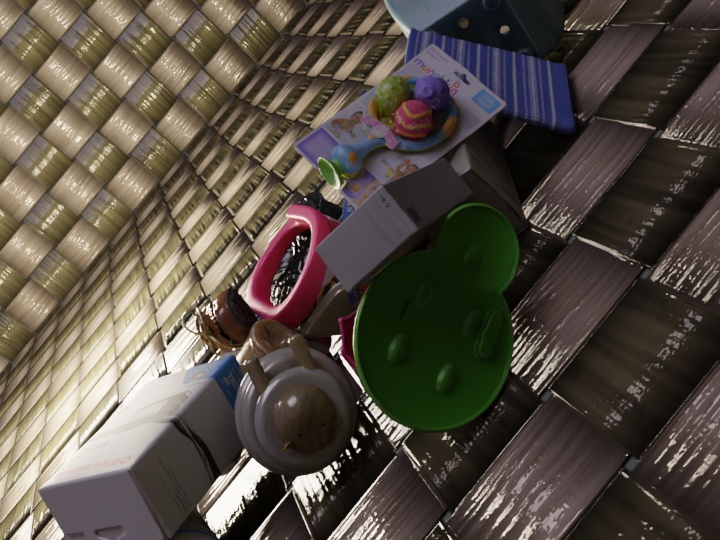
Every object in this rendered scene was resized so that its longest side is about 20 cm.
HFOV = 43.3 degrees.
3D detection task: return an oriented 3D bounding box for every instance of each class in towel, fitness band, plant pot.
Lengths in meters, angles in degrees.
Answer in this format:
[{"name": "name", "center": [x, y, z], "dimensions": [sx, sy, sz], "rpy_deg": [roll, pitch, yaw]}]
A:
[{"name": "towel", "center": [0.143, -0.210, 1.013], "dimensions": [0.146, 0.195, 0.024], "rpy_deg": [-81, 4, -50]}, {"name": "fitness band", "center": [-0.085, -0.006, 1.093], "dimensions": [0.146, 0.037, 0.199], "rpy_deg": [-64, 22, -3]}, {"name": "plant pot", "center": [0.146, -0.326, 1.148], "dimensions": [0.193, 0.197, 0.202], "rpy_deg": [-28, 33, 23]}]

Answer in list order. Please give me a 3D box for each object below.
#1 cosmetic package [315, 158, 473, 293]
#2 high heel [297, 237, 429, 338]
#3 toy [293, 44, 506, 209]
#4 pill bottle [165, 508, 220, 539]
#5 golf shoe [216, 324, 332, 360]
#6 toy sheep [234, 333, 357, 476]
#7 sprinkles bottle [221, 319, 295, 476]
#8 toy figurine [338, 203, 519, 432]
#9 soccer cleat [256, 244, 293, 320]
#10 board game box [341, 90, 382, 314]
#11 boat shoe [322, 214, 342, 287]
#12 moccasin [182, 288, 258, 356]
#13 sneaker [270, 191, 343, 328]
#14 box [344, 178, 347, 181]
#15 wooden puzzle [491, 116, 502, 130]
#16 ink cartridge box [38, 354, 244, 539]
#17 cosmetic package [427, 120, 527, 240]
[{"name": "cosmetic package", "center": [0.035, -0.046, 0.800], "dimensions": [0.082, 0.051, 0.200], "rpy_deg": [-44, -4, 23]}, {"name": "high heel", "center": [0.000, 0.000, 1.082], "dimensions": [0.198, 0.072, 0.143], "rpy_deg": [-35, 26, 1]}, {"name": "toy", "center": [0.040, -0.155, 0.905], "dimensions": [0.199, 0.115, 0.047], "rpy_deg": [-40, -24, -15]}, {"name": "pill bottle", "center": [-0.204, 0.301, 0.944], "dimensions": [0.115, 0.113, 0.199], "rpy_deg": [-54, 21, -12]}, {"name": "golf shoe", "center": [-0.105, 0.129, 1.113], "dimensions": [0.198, 0.074, 0.094], "rpy_deg": [-26, 54, 42]}, {"name": "toy sheep", "center": [-0.066, 0.139, 0.915], "dimensions": [0.139, 0.137, 0.200], "rpy_deg": [-52, 3, -8]}, {"name": "sprinkles bottle", "center": [-0.137, 0.150, 1.052], "dimensions": [0.202, 0.067, 0.069], "rpy_deg": [-57, 16, 28]}, {"name": "toy figurine", "center": [0.047, 0.040, 0.849], "dimensions": [0.203, 0.148, 0.184], "rpy_deg": [-64, 15, -11]}, {"name": "soccer cleat", "center": [-0.102, 0.037, 1.258], "dimensions": [0.080, 0.067, 0.202], "rpy_deg": [23, 74, 49]}, {"name": "board game box", "center": [0.011, -0.069, 0.967], "dimensions": [0.034, 0.136, 0.204], "rpy_deg": [2, 57, 8]}, {"name": "boat shoe", "center": [-0.015, -0.013, 1.146], "dimensions": [0.203, 0.070, 0.064], "rpy_deg": [-67, 7, -19]}, {"name": "moccasin", "center": [-0.170, 0.065, 1.104], "dimensions": [0.077, 0.074, 0.201], "rpy_deg": [-36, 10, -12]}, {"name": "sneaker", "center": [-0.057, 0.005, 1.198], "dimensions": [0.075, 0.090, 0.205], "rpy_deg": [14, 86, 50]}, {"name": "box", "center": [0.047, -0.170, 1.185], "dimensions": [0.118, 0.060, 0.199], "rpy_deg": [-56, 21, -11]}, {"name": "wooden puzzle", "center": [0.104, -0.150, 1.175], "dimensions": [0.198, 0.037, 0.187], "rpy_deg": [-27, 31, 45]}, {"name": "ink cartridge box", "center": [-0.209, 0.188, 0.938], "dimensions": [0.142, 0.085, 0.200], "rpy_deg": [-19, 18, 31]}, {"name": "cosmetic package", "center": [0.103, -0.111, 0.988], "dimensions": [0.087, 0.103, 0.202], "rpy_deg": [-37, 31, 23]}]
